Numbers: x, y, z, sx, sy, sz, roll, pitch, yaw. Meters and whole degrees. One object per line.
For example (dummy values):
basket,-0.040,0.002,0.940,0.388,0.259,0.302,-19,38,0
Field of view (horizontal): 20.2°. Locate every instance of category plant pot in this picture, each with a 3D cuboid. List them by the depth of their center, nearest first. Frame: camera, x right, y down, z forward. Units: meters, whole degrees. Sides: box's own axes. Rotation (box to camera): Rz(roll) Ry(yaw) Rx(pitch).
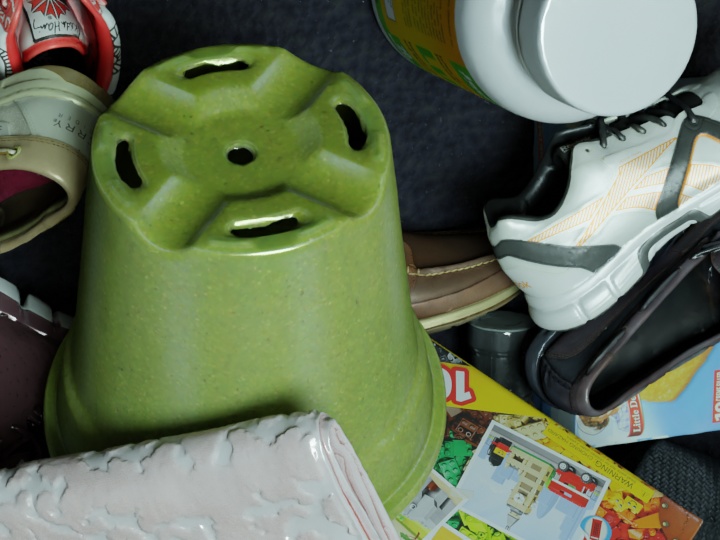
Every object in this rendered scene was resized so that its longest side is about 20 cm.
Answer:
plant pot,-0.053,0.005,0.930,0.200,0.200,0.184,-15,140,-16

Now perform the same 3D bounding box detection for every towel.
towel,-0.070,0.154,0.922,0.200,0.032,0.191,-13,121,22

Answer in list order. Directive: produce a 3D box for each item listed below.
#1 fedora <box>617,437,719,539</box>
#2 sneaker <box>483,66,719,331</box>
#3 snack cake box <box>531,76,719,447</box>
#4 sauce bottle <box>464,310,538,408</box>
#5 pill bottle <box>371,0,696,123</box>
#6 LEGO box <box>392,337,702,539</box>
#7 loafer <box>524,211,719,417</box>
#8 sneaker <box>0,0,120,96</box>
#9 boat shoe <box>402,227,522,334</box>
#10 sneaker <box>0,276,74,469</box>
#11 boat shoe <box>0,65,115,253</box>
fedora,0.171,0.170,1.164,0.092,0.201,0.201,27,95,-8
sneaker,0.151,-0.058,1.065,0.200,0.074,0.080,-43,111,-3
snack cake box,0.162,-0.006,1.159,0.115,0.067,0.200,-7,107,-19
sauce bottle,0.079,0.124,1.167,0.065,0.065,0.200,-5,108,-19
pill bottle,0.087,-0.136,1.020,0.111,0.200,0.111,-5,107,-18
LEGO box,0.044,0.137,1.014,0.200,0.077,0.149,33,56,12
loafer,0.185,0.018,1.102,0.200,0.063,0.072,-34,113,-7
sneaker,-0.159,-0.167,0.972,0.067,0.108,0.201,-13,109,-16
boat shoe,-0.001,0.000,1.099,0.200,0.072,0.068,-11,110,-14
sneaker,-0.152,0.082,1.034,0.200,0.116,0.076,21,139,-14
boat shoe,-0.201,-0.032,0.965,0.200,0.066,0.074,-27,127,35
